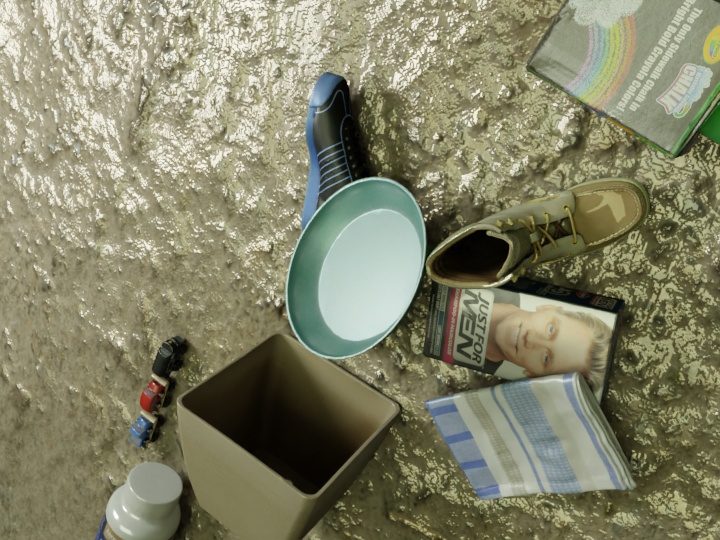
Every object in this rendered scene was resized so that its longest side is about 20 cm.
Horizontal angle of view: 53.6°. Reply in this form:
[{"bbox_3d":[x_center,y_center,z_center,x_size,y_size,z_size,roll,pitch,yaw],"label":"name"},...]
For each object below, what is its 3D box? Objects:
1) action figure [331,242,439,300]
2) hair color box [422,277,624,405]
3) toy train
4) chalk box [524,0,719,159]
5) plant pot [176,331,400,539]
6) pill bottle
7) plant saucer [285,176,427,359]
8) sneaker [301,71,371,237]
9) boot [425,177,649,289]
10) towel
[{"bbox_3d":[-0.004,0.030,0.845,0.199,0.118,0.055,-33,98,39],"label":"action figure"},{"bbox_3d":[0.172,0.064,0.772,0.198,0.060,0.101,12,106,25],"label":"hair color box"},{"bbox_3d":[-0.303,0.187,1.058,0.034,0.046,0.202,30,112,20],"label":"toy train"},{"bbox_3d":[0.273,-0.181,0.637,0.199,0.124,0.125,38,113,16],"label":"chalk box"},{"bbox_3d":[-0.098,0.231,0.884,0.199,0.199,0.179,28,123,21],"label":"plant pot"},{"bbox_3d":[-0.338,0.394,1.079,0.110,0.111,0.202,33,113,19],"label":"pill bottle"},{"bbox_3d":[0.000,0.000,0.765,0.199,0.036,0.202,-20,59,37],"label":"plant saucer"},{"bbox_3d":[-0.020,-0.126,0.838,0.077,0.070,0.202,13,112,22],"label":"sneaker"},{"bbox_3d":[0.174,-0.034,0.698,0.198,0.154,0.073,-16,92,30],"label":"boot"},{"bbox_3d":[0.179,0.186,0.774,0.199,0.024,0.148,-19,107,40],"label":"towel"}]
